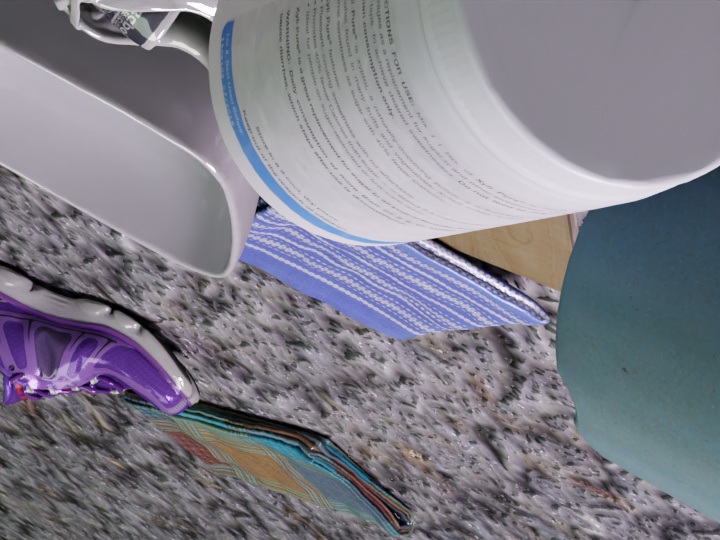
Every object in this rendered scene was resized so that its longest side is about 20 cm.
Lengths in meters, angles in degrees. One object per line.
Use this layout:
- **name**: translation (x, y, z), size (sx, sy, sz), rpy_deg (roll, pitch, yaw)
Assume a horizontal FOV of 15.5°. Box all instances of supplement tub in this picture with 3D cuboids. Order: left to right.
- **supplement tub**: translation (0.041, -0.080, 0.906), size (0.132, 0.132, 0.200), rpy_deg (32, 164, -21)

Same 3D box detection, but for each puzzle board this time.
- **puzzle board**: translation (0.030, -0.055, 1.210), size (0.150, 0.017, 0.200), rpy_deg (22, 163, 16)

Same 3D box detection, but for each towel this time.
- **towel**: translation (-0.068, 0.141, 1.964), size (0.200, 0.022, 0.147), rpy_deg (13, 159, 39)
- **towel**: translation (0.000, 0.000, 1.383), size (0.145, 0.024, 0.200), rpy_deg (28, 168, -16)

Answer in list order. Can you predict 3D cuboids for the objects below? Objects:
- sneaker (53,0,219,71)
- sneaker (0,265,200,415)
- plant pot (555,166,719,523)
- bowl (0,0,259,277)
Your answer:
- **sneaker**: translation (-0.106, -0.141, 1.033), size (0.200, 0.081, 0.076), rpy_deg (30, 165, -10)
- **sneaker**: translation (-0.202, 0.063, 1.809), size (0.200, 0.084, 0.081), rpy_deg (19, 163, 19)
- **plant pot**: translation (0.188, 0.032, 0.954), size (0.196, 0.200, 0.200), rpy_deg (21, 165, 43)
- **bowl**: translation (-0.127, -0.090, 1.216), size (0.200, 0.075, 0.200), rpy_deg (28, 164, 5)
